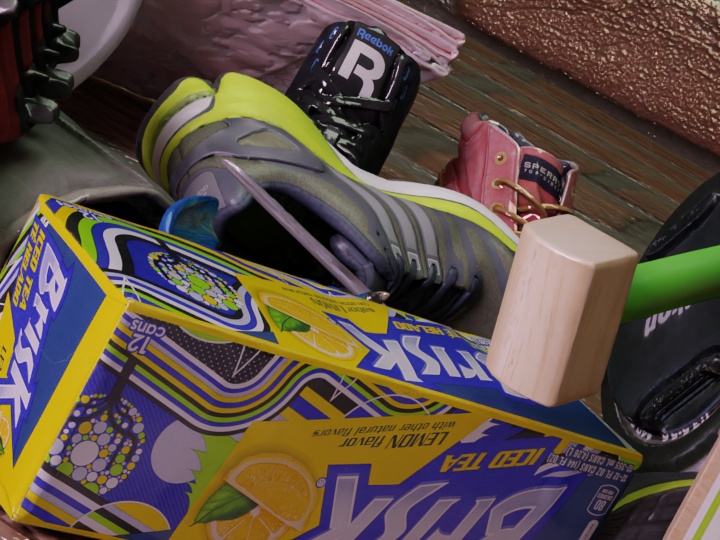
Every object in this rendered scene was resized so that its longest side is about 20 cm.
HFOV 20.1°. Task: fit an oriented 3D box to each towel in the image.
[{"bbox_3d":[-0.076,-0.124,1.065,0.190,0.032,0.200,22,-21,-31],"label":"towel"}]

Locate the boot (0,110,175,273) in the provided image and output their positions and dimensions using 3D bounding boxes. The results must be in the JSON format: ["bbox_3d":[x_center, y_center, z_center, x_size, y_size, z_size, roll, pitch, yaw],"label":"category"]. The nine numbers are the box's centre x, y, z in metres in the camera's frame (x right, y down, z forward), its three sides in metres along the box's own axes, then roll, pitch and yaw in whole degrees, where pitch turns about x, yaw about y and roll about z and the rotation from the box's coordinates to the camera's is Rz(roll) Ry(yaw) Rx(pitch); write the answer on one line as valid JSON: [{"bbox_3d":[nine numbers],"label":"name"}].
[{"bbox_3d":[-0.131,-0.057,0.763,0.199,0.073,0.181,27,23,30],"label":"boot"}]

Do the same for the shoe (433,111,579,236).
[{"bbox_3d":[0.076,-0.016,1.029,0.071,0.091,0.200,23,12,-22],"label":"shoe"}]

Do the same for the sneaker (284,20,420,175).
[{"bbox_3d":[-0.021,-0.063,0.950,0.073,0.112,0.200,27,11,-3],"label":"sneaker"}]

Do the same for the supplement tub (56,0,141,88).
[{"bbox_3d":[-0.204,-0.171,0.964,0.200,0.123,0.122,37,14,34],"label":"supplement tub"}]

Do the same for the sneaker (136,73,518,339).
[{"bbox_3d":[0.000,0.000,0.814,0.199,0.074,0.081,26,27,-28],"label":"sneaker"}]

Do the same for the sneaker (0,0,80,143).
[{"bbox_3d":[-0.153,-0.061,0.634,0.097,0.071,0.201,6,31,13],"label":"sneaker"}]

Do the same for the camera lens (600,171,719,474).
[{"bbox_3d":[0.218,0.053,0.885,0.199,0.161,0.160,24,12,-19],"label":"camera lens"}]

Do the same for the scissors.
[{"bbox_3d":[0.023,0.031,0.754,0.200,0.014,0.073,41,-1,3],"label":"scissors"}]

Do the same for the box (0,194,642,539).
[{"bbox_3d":[-0.014,0.046,0.586,0.199,0.070,0.064,19,17,-40],"label":"box"}]

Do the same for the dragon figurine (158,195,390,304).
[{"bbox_3d":[-0.049,0.013,0.680,0.099,0.059,0.200,29,12,4],"label":"dragon figurine"}]

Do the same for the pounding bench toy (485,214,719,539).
[{"bbox_3d":[0.147,0.022,0.609,0.199,0.125,0.156,27,25,8],"label":"pounding bench toy"}]

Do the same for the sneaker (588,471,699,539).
[{"bbox_3d":[0.130,0.105,0.716,0.081,0.074,0.200,18,-1,43],"label":"sneaker"}]
